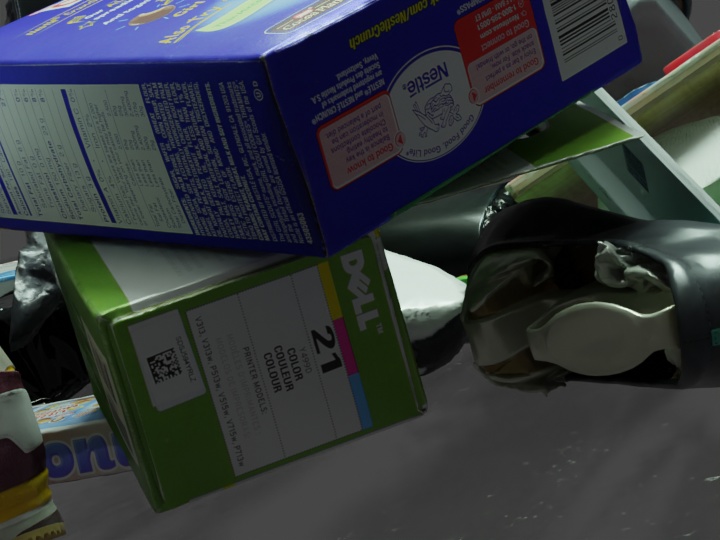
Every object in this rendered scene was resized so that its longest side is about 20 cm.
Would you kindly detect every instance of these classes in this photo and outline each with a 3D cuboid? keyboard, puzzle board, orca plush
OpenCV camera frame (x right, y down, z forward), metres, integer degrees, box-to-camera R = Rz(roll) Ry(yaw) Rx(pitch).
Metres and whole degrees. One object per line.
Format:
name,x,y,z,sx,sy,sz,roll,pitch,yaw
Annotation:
keyboard,0.109,-0.034,0.834,0.011,0.057,0.200,-16,29,-9
puzzle board,0.166,-0.080,0.992,0.199,0.017,0.151,-34,-17,11
orca plush,-0.051,0.032,0.933,0.198,0.072,0.105,-2,31,-4

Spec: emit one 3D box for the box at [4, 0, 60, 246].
box,-0.098,-0.079,1.069,0.147,0.105,0.200,-10,-4,-11

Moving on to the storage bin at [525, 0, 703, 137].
storage bin,0.110,-0.104,1.095,0.145,0.135,0.200,-43,-41,10

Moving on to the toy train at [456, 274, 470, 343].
toy train,0.115,0.008,0.902,0.199,0.042,0.056,-8,16,41

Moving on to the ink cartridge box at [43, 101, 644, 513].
ink cartridge box,-0.004,-0.001,0.793,0.198,0.076,0.148,-19,18,-10

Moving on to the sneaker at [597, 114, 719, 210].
sneaker,0.202,-0.033,0.914,0.199,0.088,0.076,-14,43,43

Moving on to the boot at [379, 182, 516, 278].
boot,0.000,0.001,1.039,0.161,0.074,0.198,-7,4,22

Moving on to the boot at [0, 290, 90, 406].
boot,-0.148,0.031,1.114,0.197,0.074,0.162,-20,3,-9

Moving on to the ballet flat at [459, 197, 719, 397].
ballet flat,0.077,0.012,0.769,0.073,0.074,0.199,-14,9,-28

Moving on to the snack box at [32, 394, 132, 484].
snack box,-0.087,0.062,0.860,0.198,0.025,0.072,-11,7,18

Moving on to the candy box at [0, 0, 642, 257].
candy box,-0.030,-0.075,0.783,0.169,0.078,0.199,-32,25,-36

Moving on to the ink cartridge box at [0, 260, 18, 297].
ink cartridge box,-0.216,0.033,1.292,0.115,0.068,0.200,-12,5,-3

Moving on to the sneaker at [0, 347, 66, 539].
sneaker,-0.173,0.056,0.749,0.199,0.091,0.075,-7,7,46
